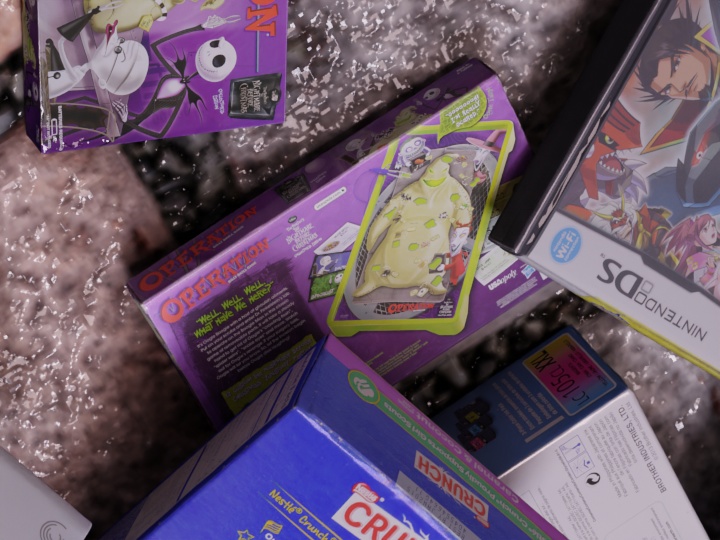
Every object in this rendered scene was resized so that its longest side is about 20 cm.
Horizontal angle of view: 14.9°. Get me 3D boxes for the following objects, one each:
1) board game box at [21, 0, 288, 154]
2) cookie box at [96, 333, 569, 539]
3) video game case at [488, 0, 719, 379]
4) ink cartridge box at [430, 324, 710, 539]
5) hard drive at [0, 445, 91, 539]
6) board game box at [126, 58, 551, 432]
[{"bbox_3d":[-0.090,-0.153,1.215,0.120,0.032,0.200,-11,119,-24],"label":"board game box"},{"bbox_3d":[-0.024,0.155,1.301,0.171,0.075,0.200,42,119,-12],"label":"cookie box"},{"bbox_3d":[0.176,-0.062,1.354,0.181,0.025,0.200,29,91,-37],"label":"video game case"},{"bbox_3d":[0.065,0.143,1.406,0.200,0.076,0.137,-34,123,-6],"label":"ink cartridge box"},{"bbox_3d":[-0.222,0.093,1.188,0.200,0.132,0.027,42,133,-11],"label":"hard drive"},{"bbox_3d":[0.000,0.000,1.323,0.200,0.032,0.120,-33,128,-7],"label":"board game box"}]
